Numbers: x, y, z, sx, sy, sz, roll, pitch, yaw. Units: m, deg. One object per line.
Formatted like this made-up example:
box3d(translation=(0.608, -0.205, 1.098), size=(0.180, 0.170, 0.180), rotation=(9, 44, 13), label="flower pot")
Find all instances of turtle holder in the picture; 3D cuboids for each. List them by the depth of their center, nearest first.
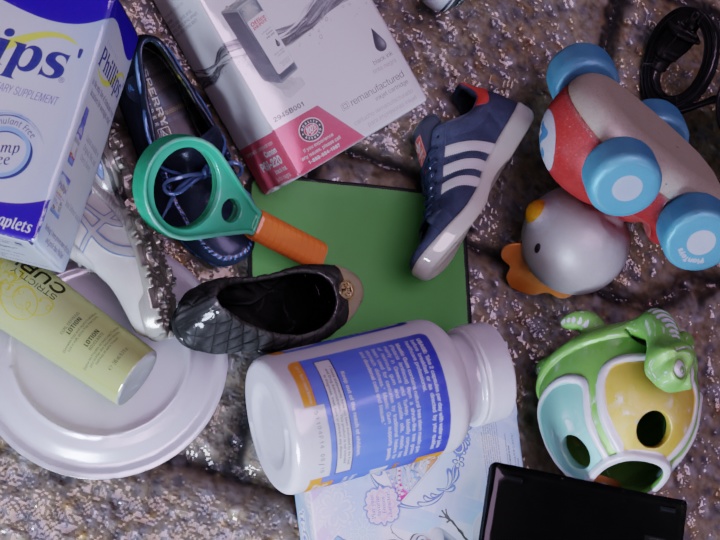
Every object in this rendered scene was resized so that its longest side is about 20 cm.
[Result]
box3d(translation=(0.233, 0.113, 1.432), size=(0.141, 0.185, 0.132), rotation=(29, 44, -34), label="turtle holder")

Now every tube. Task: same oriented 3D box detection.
box3d(translation=(-0.249, 0.028, 1.299), size=(0.200, 0.052, 0.058), rotation=(35, 29, 11), label="tube")

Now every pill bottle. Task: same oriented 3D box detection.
box3d(translation=(0.019, 0.102, 1.348), size=(0.199, 0.112, 0.113), rotation=(-12, 89, -21), label="pill bottle")

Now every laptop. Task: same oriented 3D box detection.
box3d(translation=(0.155, 0.277, 1.430), size=(0.187, 0.116, 0.201), rotation=(13, 79, -20), label="laptop")

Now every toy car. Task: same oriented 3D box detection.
box3d(translation=(0.188, -0.052, 1.452), size=(0.177, 0.185, 0.200), rotation=(32, 116, -27), label="toy car")

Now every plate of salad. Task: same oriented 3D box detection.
box3d(translation=(-0.204, 0.070, 1.339), size=(0.199, 0.048, 0.201), rotation=(3, 67, -7), label="plate of salad")

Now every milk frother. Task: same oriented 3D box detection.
box3d(translation=(0.375, -0.142, 1.557), size=(0.188, 0.180, 0.201), rotation=(32, 37, -51), label="milk frother")

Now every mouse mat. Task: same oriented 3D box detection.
box3d(translation=(0.000, 0.000, 1.431), size=(0.199, 0.008, 0.162), rotation=(5, 68, -18), label="mouse mat")

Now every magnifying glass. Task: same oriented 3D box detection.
box3d(translation=(-0.099, -0.045, 1.340), size=(0.200, 0.022, 0.080), rotation=(28, 79, -45), label="magnifying glass")

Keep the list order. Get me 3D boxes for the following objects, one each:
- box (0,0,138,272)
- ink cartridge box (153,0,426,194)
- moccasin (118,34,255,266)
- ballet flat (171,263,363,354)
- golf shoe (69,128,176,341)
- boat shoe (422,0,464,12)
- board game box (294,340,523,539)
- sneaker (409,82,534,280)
box3d(translation=(-0.285, -0.123, 1.264), size=(0.183, 0.105, 0.201), rotation=(14, 78, 6), label="box")
box3d(translation=(-0.060, -0.188, 1.406), size=(0.145, 0.085, 0.200), rotation=(-32, 95, -24), label="ink cartridge box")
box3d(translation=(-0.146, -0.094, 1.367), size=(0.080, 0.068, 0.200), rotation=(-32, 93, -22), label="moccasin")
box3d(translation=(-0.062, 0.030, 1.335), size=(0.200, 0.057, 0.067), rotation=(-12, 81, -48), label="ballet flat")
box3d(translation=(-0.207, -0.022, 1.324), size=(0.097, 0.078, 0.201), rotation=(-25, 67, 1), label="golf shoe")
box3d(translation=(0.132, -0.293, 1.500), size=(0.071, 0.072, 0.200), rotation=(41, 70, -9), label="boat shoe")
box3d(translation=(0.041, 0.170, 1.433), size=(0.198, 0.043, 0.201), rotation=(-5, 86, -23), label="board game box")
box3d(translation=(0.071, -0.080, 1.450), size=(0.084, 0.075, 0.200), rotation=(30, 55, 1), label="sneaker")
